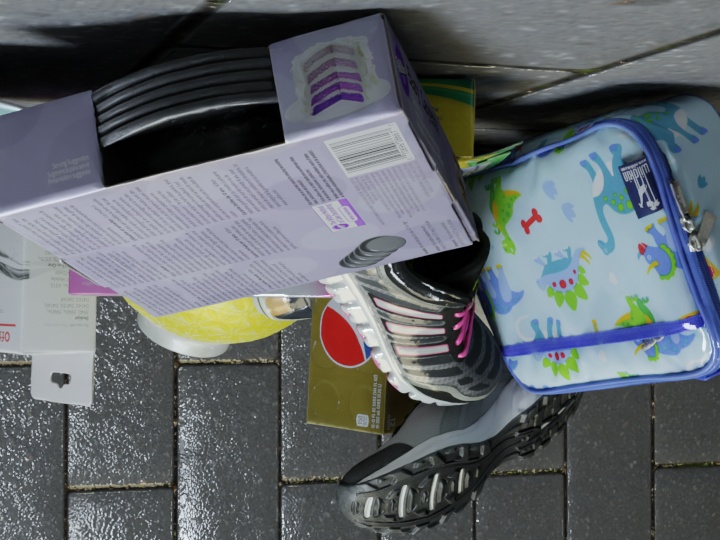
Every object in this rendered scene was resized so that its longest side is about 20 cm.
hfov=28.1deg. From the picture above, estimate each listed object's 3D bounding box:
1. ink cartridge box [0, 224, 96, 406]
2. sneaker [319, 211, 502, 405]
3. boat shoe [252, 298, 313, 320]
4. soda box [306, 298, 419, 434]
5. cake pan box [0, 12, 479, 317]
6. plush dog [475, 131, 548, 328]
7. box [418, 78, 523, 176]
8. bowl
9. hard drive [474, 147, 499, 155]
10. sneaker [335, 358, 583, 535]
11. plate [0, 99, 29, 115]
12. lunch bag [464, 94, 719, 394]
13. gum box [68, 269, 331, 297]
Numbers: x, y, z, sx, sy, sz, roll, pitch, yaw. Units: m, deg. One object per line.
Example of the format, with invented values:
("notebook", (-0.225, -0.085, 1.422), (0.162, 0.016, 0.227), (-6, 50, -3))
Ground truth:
("ink cartridge box", (-0.267, 0.007, 1.159), (0.066, 0.202, 0.115), (2, 178, -38))
("sneaker", (0.044, 0.012, 0.834), (0.087, 0.074, 0.200), (-11, 136, 31))
("boat shoe", (0.000, 0.000, 1.060), (0.062, 0.075, 0.199), (-3, -176, 34))
("soda box", (0.012, 0.005, 0.967), (0.067, 0.202, 0.064), (4, -179, 36))
("cake pan box", (-0.051, -0.039, 0.668), (0.183, 0.053, 0.200), (-15, 162, 11))
("plush dog", (0.163, -0.013, 1.053), (0.171, 0.161, 0.200), (-25, 171, -30))
("box", (-0.014, -0.077, 0.797), (0.198, 0.049, 0.117), (2, 178, -3))
("bowl", (-0.125, 0.003, 1.145), (0.199, 0.108, 0.200), (18, -158, -8))
("hard drive", (0.130, -0.074, 1.167), (0.198, 0.038, 0.140), (1, 179, -16))
("sneaker", (0.058, 0.102, 0.933), (0.199, 0.074, 0.079), (-29, -127, -33))
("plate", (-0.173, -0.063, 0.751), (0.198, 0.026, 0.200), (16, 178, 1))
("lunch bag", (0.146, -0.008, 0.850), (0.082, 0.162, 0.199), (-24, -174, -31))
("gum box", (-0.079, -0.040, 0.903), (0.198, 0.115, 0.066), (1, 179, 6))
